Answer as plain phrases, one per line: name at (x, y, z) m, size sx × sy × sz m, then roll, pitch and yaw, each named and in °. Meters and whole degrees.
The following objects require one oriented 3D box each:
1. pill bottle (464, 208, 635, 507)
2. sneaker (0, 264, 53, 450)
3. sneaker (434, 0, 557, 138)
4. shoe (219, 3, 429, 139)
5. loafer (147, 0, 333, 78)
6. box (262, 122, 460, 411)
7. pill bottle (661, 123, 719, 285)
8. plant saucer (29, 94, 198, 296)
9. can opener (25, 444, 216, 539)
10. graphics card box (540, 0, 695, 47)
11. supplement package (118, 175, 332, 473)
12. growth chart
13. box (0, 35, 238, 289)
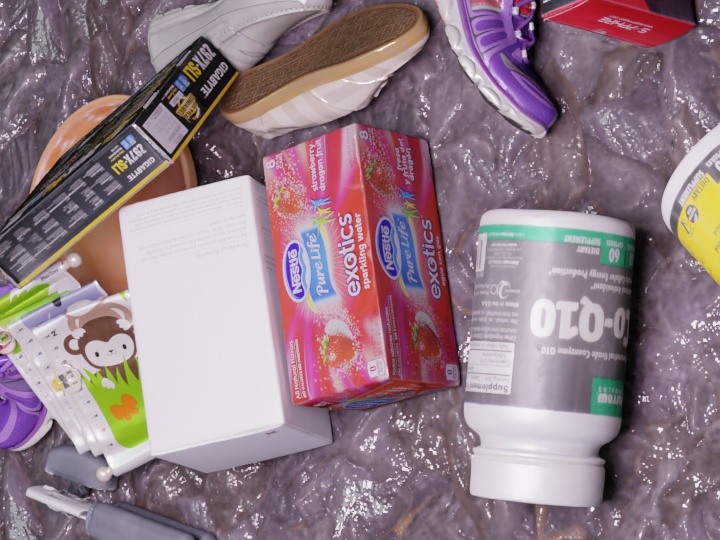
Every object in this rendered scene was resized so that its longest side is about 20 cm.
pill bottle at (0.132, 0.062, 1.498) m, size 0.112 × 0.113 × 0.202 m, roll 2°, pitch 86°, yaw 39°
sneaker at (-0.305, 0.076, 1.834) m, size 0.081 × 0.083 × 0.201 m, roll 42°, pitch 134°, yaw 29°
sneaker at (0.104, -0.194, 1.581) m, size 0.083 × 0.081 × 0.201 m, roll -26°, pitch 73°, yaw 16°
shoe at (-0.022, -0.156, 1.696) m, size 0.199 × 0.053 × 0.070 m, roll -20°, pitch 39°, yaw 31°
loafer at (-0.097, -0.194, 1.749) m, size 0.199 × 0.070 × 0.070 m, roll -14°, pitch 81°, yaw 45°
box at (0.000, 0.000, 1.623) m, size 0.099 × 0.095 × 0.202 m, roll -17°, pitch 74°, yaw 37°
pill bottle at (0.296, -0.004, 1.376) m, size 0.112 × 0.111 × 0.200 m, roll -52°, pitch 57°, yaw 21°
plant saucer at (-0.209, -0.050, 1.836) m, size 0.199 × 0.037 × 0.202 m, roll -7°, pitch 79°, yaw 38°
can opener at (-0.202, 0.196, 1.788) m, size 0.199 × 0.053 × 0.067 m, roll 13°, pitch 93°, yaw 38°
graphics card box at (0.172, -0.268, 1.500) m, size 0.051 × 0.125 × 0.202 m, roll -18°, pitch 72°, yaw 42°
supplement package at (-0.105, 0.045, 1.670) m, size 0.116 × 0.117 × 0.202 m, roll -14°, pitch 74°, yaw 15°
growth chart at (-0.217, 0.079, 1.751) m, size 0.144 × 0.018 × 0.200 m, roll -35°, pitch 103°, yaw 17°
box at (-0.201, -0.088, 1.711) m, size 0.049 × 0.160 × 0.200 m, roll 45°, pitch 124°, yaw -14°
